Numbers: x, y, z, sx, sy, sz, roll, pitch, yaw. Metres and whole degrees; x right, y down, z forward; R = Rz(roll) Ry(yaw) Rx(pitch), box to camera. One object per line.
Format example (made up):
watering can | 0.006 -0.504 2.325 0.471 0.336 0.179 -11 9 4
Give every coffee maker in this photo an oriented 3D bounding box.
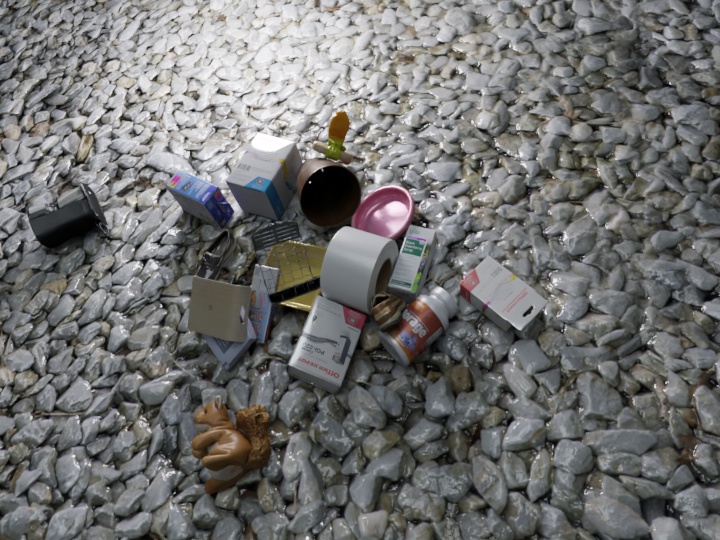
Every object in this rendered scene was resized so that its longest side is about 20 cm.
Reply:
coffee maker | -0.924 -0.154 1.825 0.198 0.135 0.194 -27 59 -6

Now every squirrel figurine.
squirrel figurine | -0.312 0.398 1.397 0.197 0.143 0.188 -15 46 -15

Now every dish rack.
dish rack | -0.201 -0.028 1.528 0.151 0.054 0.203 -19 98 -20

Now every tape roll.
tape roll | 0.000 0.000 1.514 0.137 0.204 0.205 18 64 21

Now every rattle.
rattle | -0.061 -0.395 1.735 0.128 0.199 0.146 8 99 23

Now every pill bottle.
pill bottle | 0.149 0.136 1.456 0.199 0.113 0.112 -40 60 -14

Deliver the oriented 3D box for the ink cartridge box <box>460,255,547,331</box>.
ink cartridge box | 0.366 0.070 1.480 0.116 0.068 0.200 -40 59 -13

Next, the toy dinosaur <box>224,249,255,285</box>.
toy dinosaur | -0.359 0.027 1.660 0.200 0.048 0.088 -42 46 -14

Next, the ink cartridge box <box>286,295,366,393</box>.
ink cartridge box | -0.086 0.188 1.465 0.144 0.085 0.203 22 66 -1

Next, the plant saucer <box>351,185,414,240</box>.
plant saucer | 0.069 -0.150 1.655 0.198 0.051 0.203 -17 51 22

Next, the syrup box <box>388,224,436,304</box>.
syrup box | 0.143 -0.016 1.567 0.077 0.082 0.203 13 64 16

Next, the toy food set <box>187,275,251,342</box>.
toy food set | -0.379 0.100 1.541 0.197 0.060 0.146 9 92 31

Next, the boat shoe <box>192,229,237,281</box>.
boat shoe | -0.437 -0.034 1.698 0.071 0.065 0.202 23 67 21

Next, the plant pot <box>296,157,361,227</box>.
plant pot | -0.115 -0.256 1.714 0.185 0.189 0.201 -26 35 -6

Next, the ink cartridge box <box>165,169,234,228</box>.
ink cartridge box | -0.480 -0.213 1.772 0.198 0.137 0.077 27 70 24

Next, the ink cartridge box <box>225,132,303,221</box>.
ink cartridge box | -0.284 -0.288 1.773 0.145 0.147 0.202 18 64 21

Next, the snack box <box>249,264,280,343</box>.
snack box | -0.270 0.090 1.566 0.071 0.024 0.204 10 88 17

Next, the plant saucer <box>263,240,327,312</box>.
plant saucer | -0.183 0.020 1.628 0.196 0.049 0.203 12 62 16

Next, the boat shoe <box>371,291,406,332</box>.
boat shoe | 0.065 0.086 1.437 0.075 0.200 0.074 -37 95 9

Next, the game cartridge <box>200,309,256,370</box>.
game cartridge | -0.367 0.153 1.565 0.133 0.041 0.200 -46 60 5
